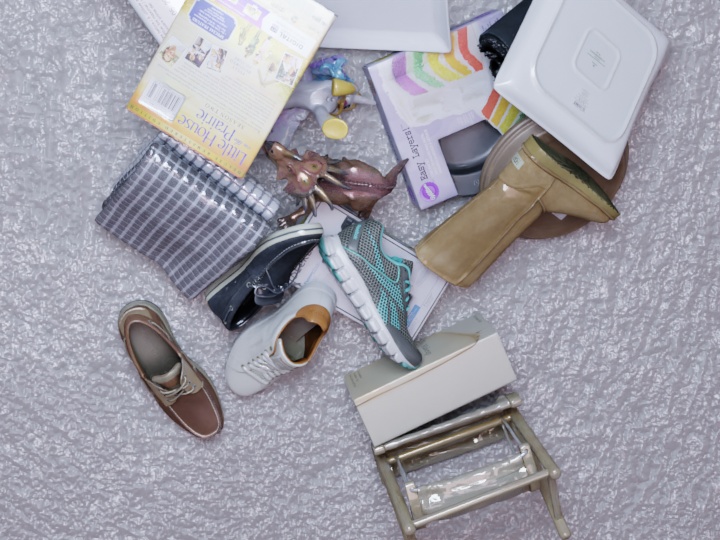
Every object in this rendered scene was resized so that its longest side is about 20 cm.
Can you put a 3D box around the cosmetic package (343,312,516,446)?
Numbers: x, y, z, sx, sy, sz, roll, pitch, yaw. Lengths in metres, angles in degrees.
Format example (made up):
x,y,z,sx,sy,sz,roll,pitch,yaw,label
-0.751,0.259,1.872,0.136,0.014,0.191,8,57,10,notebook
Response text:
x,y,z,sx,sy,sz,roll,pitch,yaw,label
0.086,0.137,1.432,0.199,0.104,0.074,-26,105,-3,cosmetic package

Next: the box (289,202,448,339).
x,y,z,sx,sy,sz,roll,pitch,yaw,label
0.000,0.000,1.410,0.199,0.060,0.117,32,96,-14,box

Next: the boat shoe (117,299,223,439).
x,y,z,sx,sy,sz,roll,pitch,yaw,label
-0.238,0.132,1.397,0.075,0.072,0.201,-35,105,0,boat shoe

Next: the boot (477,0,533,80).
x,y,z,sx,sy,sz,roll,pitch,yaw,label
0.242,-0.250,1.349,0.168,0.076,0.200,-49,114,-18,boot

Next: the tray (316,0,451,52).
x,y,z,sx,sy,sz,roll,pitch,yaw,label
0.006,-0.300,1.308,0.198,0.108,0.022,5,60,11,tray

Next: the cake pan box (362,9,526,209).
x,y,z,sx,sy,sz,roll,pitch,yaw,label
0.120,-0.194,1.391,0.183,0.052,0.202,-21,105,-1,cake pan box

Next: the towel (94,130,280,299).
x,y,z,sx,sy,sz,roll,pitch,yaw,label
-0.205,-0.063,1.297,0.165,0.200,0.086,34,55,-15,towel

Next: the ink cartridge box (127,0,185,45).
x,y,z,sx,sy,sz,roll,pitch,yaw,label
-0.231,-0.326,1.248,0.075,0.165,0.201,-34,105,0,ink cartridge box

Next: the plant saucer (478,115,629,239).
x,y,z,sx,sy,sz,roll,pitch,yaw,label
0.244,-0.115,1.393,0.198,0.030,0.201,-10,131,-12,plant saucer

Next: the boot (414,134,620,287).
x,y,z,sx,sy,sz,roll,pitch,yaw,label
0.190,-0.053,1.370,0.174,0.066,0.200,32,115,-27,boot

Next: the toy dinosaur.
x,y,z,sx,sy,sz,roll,pitch,yaw,label
-0.021,-0.100,1.291,0.198,0.135,0.087,-4,85,-20,toy dinosaur

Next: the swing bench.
x,y,z,sx,sy,sz,roll,pitch,yaw,label
0.129,0.254,1.406,0.197,0.201,0.131,-19,129,-4,swing bench

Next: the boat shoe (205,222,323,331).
x,y,z,sx,sy,sz,roll,pitch,yaw,label
-0.107,0.007,1.325,0.200,0.074,0.063,-37,71,34,boat shoe

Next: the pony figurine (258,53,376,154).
x,y,z,sx,sy,sz,roll,pitch,yaw,label
-0.083,-0.203,1.302,0.191,0.200,0.168,9,104,4,pony figurine

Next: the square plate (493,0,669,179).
x,y,z,sx,sy,sz,roll,pitch,yaw,label
0.267,-0.241,1.303,0.199,0.028,0.199,33,75,-25,square plate

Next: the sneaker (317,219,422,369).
x,y,z,sx,sy,sz,roll,pitch,yaw,label
0.033,0.026,1.354,0.091,0.078,0.201,-33,107,-5,sneaker

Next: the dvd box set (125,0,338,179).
x,y,z,sx,sy,sz,roll,pitch,yaw,label
-0.134,-0.218,1.179,0.146,0.029,0.201,30,100,-6,dvd box set

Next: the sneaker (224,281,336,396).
x,y,z,sx,sy,sz,roll,pitch,yaw,label
-0.107,0.100,1.377,0.073,0.085,0.200,33,121,-17,sneaker
